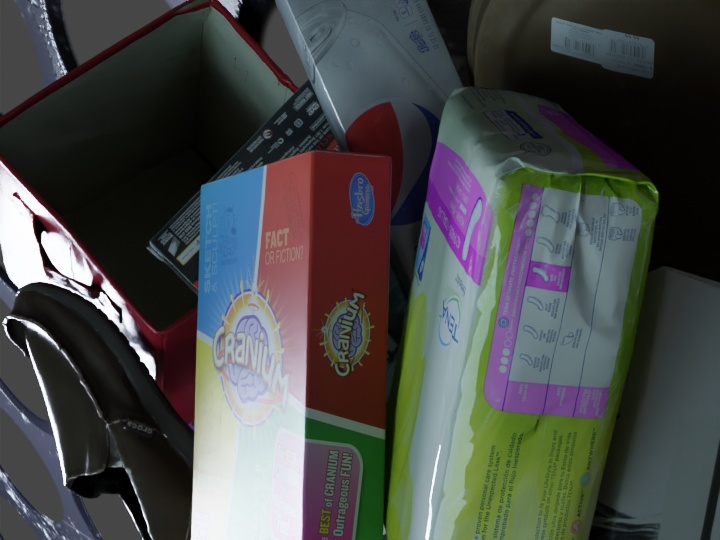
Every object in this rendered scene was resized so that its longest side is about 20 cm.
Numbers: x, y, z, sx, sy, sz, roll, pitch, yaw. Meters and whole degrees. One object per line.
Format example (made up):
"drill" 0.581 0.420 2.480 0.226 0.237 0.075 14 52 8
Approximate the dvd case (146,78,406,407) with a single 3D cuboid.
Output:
"dvd case" 0.000 0.000 0.818 0.200 0.146 0.022 42 175 22

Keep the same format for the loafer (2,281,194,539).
"loafer" -0.143 0.090 0.855 0.200 0.071 0.073 46 156 16

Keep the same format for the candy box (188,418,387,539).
"candy box" -0.023 0.119 0.877 0.200 0.061 0.137 -40 63 32

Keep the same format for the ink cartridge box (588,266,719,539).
"ink cartridge box" 0.119 0.112 0.669 0.083 0.202 0.146 17 168 -10

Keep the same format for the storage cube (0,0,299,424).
"storage cube" -0.117 -0.028 0.965 0.171 0.199 0.180 45 156 16

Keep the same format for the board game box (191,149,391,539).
"board game box" -0.037 0.052 0.726 0.153 0.040 0.203 172 100 -65

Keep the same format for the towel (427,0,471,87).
"towel" 0.068 -0.112 0.762 0.199 0.034 0.134 16 132 50

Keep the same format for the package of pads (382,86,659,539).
"package of pads" 0.058 0.038 0.629 0.155 0.067 0.203 -110 28 -72

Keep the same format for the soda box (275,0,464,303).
"soda box" 0.025 -0.059 0.740 0.068 0.063 0.202 -147 34 -84

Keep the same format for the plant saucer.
"plant saucer" 0.128 -0.074 0.669 0.198 0.029 0.202 23 135 25
